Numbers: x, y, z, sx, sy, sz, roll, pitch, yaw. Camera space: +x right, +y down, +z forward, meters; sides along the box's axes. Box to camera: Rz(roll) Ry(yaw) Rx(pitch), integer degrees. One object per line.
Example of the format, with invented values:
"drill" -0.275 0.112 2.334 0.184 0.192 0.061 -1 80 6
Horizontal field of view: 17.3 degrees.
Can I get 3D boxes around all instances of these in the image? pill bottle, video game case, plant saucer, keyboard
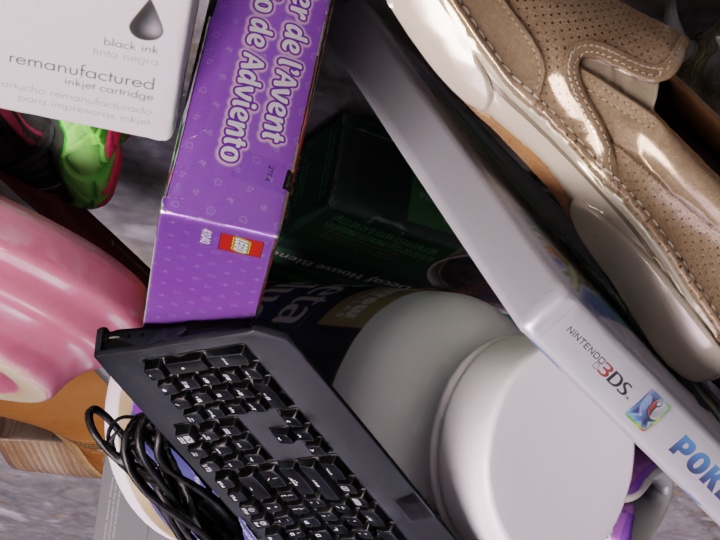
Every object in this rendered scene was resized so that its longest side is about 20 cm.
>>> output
"pill bottle" 0.003 0.061 0.904 0.199 0.112 0.111 3 160 45
"video game case" 0.075 0.009 0.801 0.022 0.200 0.182 -41 126 8
"plant saucer" -0.177 0.000 0.868 0.199 0.051 0.201 17 167 4
"keyboard" -0.024 0.092 0.813 0.103 0.040 0.200 -6 137 34

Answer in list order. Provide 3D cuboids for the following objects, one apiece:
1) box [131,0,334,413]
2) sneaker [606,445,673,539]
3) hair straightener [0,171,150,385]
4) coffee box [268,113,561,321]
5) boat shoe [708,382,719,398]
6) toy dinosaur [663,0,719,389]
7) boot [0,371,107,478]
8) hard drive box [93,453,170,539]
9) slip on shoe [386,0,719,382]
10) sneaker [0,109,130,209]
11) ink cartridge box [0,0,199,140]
"box" -0.041 -0.041 0.795 0.039 0.138 0.200 12 159 -3
"sneaker" 0.060 0.100 1.057 0.199 0.073 0.114 -12 -151 -40
"hair straightener" -0.158 -0.015 0.965 0.077 0.041 0.200 -36 126 13
"coffee box" 0.000 0.000 1.005 0.122 0.044 0.200 18 158 -22
"boat shoe" 0.122 0.034 1.017 0.066 0.071 0.200 2 165 15
"toy dinosaur" 0.131 -0.006 0.816 0.077 0.202 0.102 3 -162 44
"boot" -0.117 0.042 1.147 0.153 0.074 0.200 -3 155 11
"hard drive box" -0.027 0.132 1.119 0.199 0.157 0.077 7 -178 -43
"slip on shoe" 0.073 -0.058 0.722 0.060 0.076 0.201 -32 97 26
"sneaker" -0.122 -0.078 0.823 0.083 0.077 0.200 12 155 0
"ink cartridge box" -0.092 -0.129 0.634 0.115 0.067 0.201 11 145 -3
